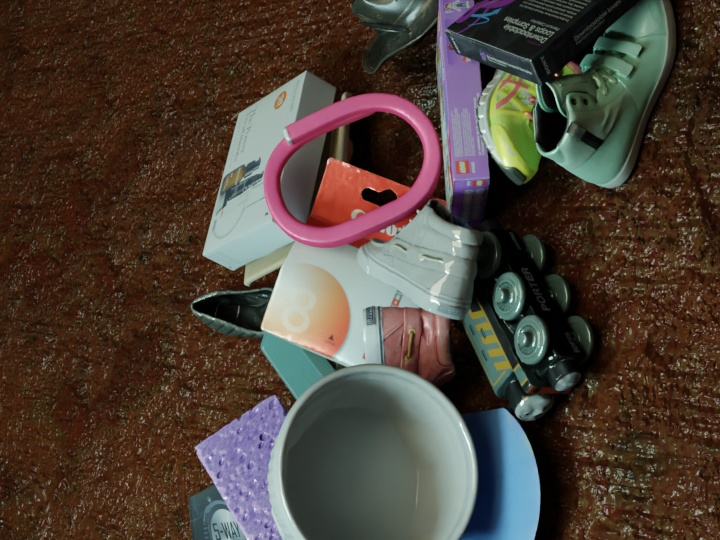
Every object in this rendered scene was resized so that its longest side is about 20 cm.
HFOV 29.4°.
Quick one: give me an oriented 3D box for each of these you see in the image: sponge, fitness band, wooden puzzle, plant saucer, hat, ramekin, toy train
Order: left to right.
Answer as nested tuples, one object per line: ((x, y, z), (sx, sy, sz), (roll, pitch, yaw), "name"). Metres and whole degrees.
((-0.089, 0.247, 1.511), (0.111, 0.030, 0.201), (-34, 65, -2), "sponge")
((-0.066, -0.090, 1.624), (0.199, 0.046, 0.187), (-30, 47, 46), "wooden puzzle")
((-0.057, 0.122, 1.527), (0.200, 0.019, 0.070), (49, 132, 39), "plant saucer")
((-0.009, -0.108, 1.470), (0.198, 0.037, 0.145), (-23, 76, 3), "fitness band")
((0.003, 0.196, 1.310), (0.105, 0.198, 0.203), (143, 130, -67), "ramekin")
((0.042, -0.318, 1.504), (0.201, 0.081, 0.201), (-47, 19, 21), "hat")
((0.149, 0.048, 1.338), (0.114, 0.084, 0.201), (-57, 45, 38), "toy train")

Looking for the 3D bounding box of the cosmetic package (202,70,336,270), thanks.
((-0.106, -0.115, 1.601), (0.150, 0.051, 0.202), (-21, 50, 48), "cosmetic package")

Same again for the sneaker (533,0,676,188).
((0.224, -0.188, 1.281), (0.073, 0.117, 0.203), (13, 89, 50), "sneaker")

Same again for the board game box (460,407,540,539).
((0.113, 0.223, 1.356), (0.199, 0.039, 0.160), (-16, 69, 45), "board game box")

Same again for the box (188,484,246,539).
((-0.118, 0.313, 1.590), (0.199, 0.043, 0.162), (-30, 59, 40), "box")

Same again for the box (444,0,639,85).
((0.195, -0.263, 1.309), (0.199, 0.036, 0.143), (-39, 35, -12), "box")

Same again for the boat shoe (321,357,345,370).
((-0.025, 0.058, 1.539), (0.073, 0.063, 0.203), (28, 101, 48), "boat shoe")

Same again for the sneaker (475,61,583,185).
((0.173, -0.172, 1.337), (0.090, 0.078, 0.202), (-17, 46, 35), "sneaker")

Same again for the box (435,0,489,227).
((0.104, -0.160, 1.409), (0.137, 0.039, 0.203), (84, -177, -72), "box")

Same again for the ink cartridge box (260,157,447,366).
((0.000, 0.000, 1.476), (0.161, 0.050, 0.202), (21, 100, 11), "ink cartridge box")

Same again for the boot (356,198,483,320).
((0.064, -0.025, 1.368), (0.200, 0.073, 0.097), (32, 107, 59), "boot")

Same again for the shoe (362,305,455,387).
((0.054, 0.120, 1.410), (0.072, 0.090, 0.202), (-90, -5, -53), "shoe")

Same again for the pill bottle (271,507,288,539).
((-0.010, 0.313, 1.390), (0.114, 0.114, 0.201), (-44, 61, 32), "pill bottle")

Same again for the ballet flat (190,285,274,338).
((-0.132, 0.051, 1.666), (0.199, 0.056, 0.067), (-8, 75, 47), "ballet flat")
